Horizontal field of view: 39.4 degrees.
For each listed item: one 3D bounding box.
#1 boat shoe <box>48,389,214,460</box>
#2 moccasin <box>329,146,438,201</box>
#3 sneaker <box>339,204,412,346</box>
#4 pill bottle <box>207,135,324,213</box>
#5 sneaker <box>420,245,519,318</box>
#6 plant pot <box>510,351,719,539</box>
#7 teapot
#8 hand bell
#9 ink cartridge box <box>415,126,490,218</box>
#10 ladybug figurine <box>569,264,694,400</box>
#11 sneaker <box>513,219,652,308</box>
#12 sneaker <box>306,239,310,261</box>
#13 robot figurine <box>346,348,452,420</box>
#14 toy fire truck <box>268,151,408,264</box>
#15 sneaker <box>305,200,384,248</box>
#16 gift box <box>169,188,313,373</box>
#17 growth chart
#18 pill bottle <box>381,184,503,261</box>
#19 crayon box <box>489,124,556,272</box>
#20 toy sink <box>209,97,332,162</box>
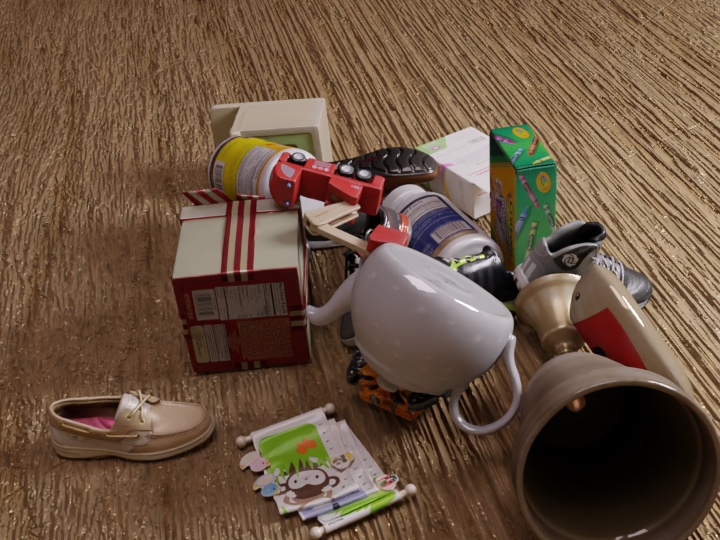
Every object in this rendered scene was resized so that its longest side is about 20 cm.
[{"bbox_3d":[-0.275,0.178,1.190,0.199,0.069,0.074,-6,34,2],"label":"boat shoe"},{"bbox_3d":[0.027,-0.142,1.590,0.200,0.078,0.074,-12,45,14],"label":"moccasin"},{"bbox_3d":[0.000,0.000,1.330,0.077,0.082,0.201,-9,56,47],"label":"sneaker"},{"bbox_3d":[-0.128,-0.130,1.455,0.109,0.110,0.200,-30,32,-30],"label":"pill bottle"},{"bbox_3d":[0.134,0.001,1.280,0.072,0.200,0.083,17,83,51],"label":"sneaker"},{"bbox_3d":[0.242,0.169,1.028,0.199,0.201,0.174,-7,18,0],"label":"plant pot"},{"bbox_3d":[0.067,0.074,1.122,0.197,0.147,0.200,23,12,-28],"label":"teapot"},{"bbox_3d":[0.248,0.110,1.197,0.103,0.104,0.201,-5,46,3],"label":"hand bell"},{"bbox_3d":[0.188,-0.149,1.581,0.117,0.068,0.200,-22,36,-21],"label":"ink cartridge box"},{"bbox_3d":[0.305,0.089,1.146,0.072,0.200,0.136,-35,-8,8],"label":"ladybug figurine"},{"bbox_3d":[0.303,-0.008,1.272,0.199,0.116,0.075,4,44,-20],"label":"sneaker"},{"bbox_3d":[-0.172,-0.040,1.458,0.120,0.084,0.200,-15,24,-37],"label":"sneaker"},{"bbox_3d":[0.077,0.111,1.233,0.145,0.058,0.200,20,42,35],"label":"robot figurine"},{"bbox_3d":[-0.030,-0.076,1.272,0.199,0.049,0.141,15,40,5],"label":"toy fire truck"},{"bbox_3d":[-0.004,-0.097,1.515,0.199,0.100,0.071,-9,32,-5],"label":"sneaker"},{"bbox_3d":[-0.164,0.005,1.322,0.199,0.185,0.187,-1,36,-1],"label":"gift box"},{"bbox_3d":[-0.048,0.223,1.131,0.144,0.018,0.200,-24,37,-21],"label":"growth chart"},{"bbox_3d":[0.104,-0.041,1.402,0.110,0.111,0.200,-19,36,-17],"label":"pill bottle"},{"bbox_3d":[0.218,-0.080,1.358,0.058,0.201,0.119,-10,34,-6],"label":"crayon box"},{"bbox_3d":[-0.153,-0.198,1.663,0.199,0.131,0.112,-2,35,7],"label":"toy sink"}]
